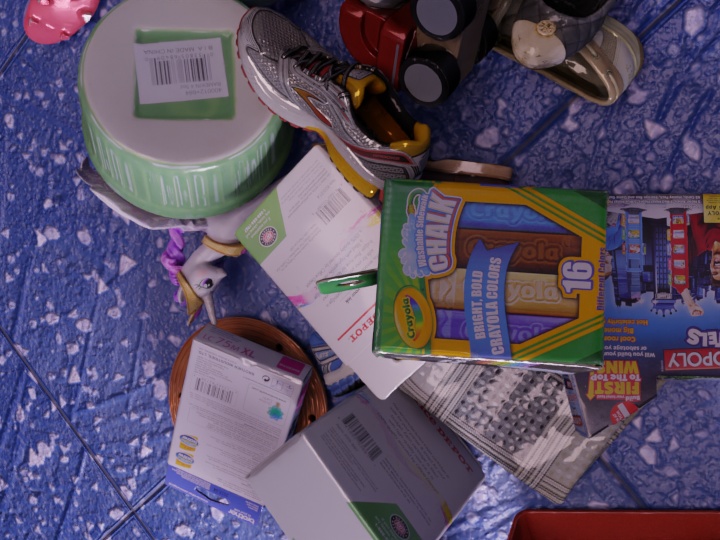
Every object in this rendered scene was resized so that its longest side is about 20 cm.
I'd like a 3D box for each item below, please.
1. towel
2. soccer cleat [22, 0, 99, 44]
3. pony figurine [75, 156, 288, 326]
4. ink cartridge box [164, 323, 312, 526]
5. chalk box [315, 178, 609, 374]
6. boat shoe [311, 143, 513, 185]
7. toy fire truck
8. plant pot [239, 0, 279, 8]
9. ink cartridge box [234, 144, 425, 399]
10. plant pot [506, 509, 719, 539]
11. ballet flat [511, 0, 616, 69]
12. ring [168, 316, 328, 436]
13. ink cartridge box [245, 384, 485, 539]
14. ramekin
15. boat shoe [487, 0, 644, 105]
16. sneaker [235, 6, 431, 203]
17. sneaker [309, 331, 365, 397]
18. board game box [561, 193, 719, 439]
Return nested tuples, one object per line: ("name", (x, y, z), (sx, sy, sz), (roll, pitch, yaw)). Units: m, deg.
("towel", (0.162, 0.087, 0.770), (0.192, 0.035, 0.200), (37, 104, 9))
("soccer cleat", (-0.309, -0.338, 0.923), (0.200, 0.067, 0.077), (-49, 47, 27))
("pony figurine", (-0.164, -0.068, 0.857), (0.193, 0.167, 0.200), (43, 96, 4))
("ink cartridge box", (-0.131, 0.164, 0.877), (0.119, 0.042, 0.200), (21, 116, 7))
("chalk box", (0.069, 0.007, 0.627), (0.199, 0.125, 0.124), (5, 82, 3))
("boat shoe", (0.041, -0.077, 0.795), (0.200, 0.070, 0.071), (12, 98, 21))
("toy fire truck", (0.006, -0.240, 0.668), (0.200, 0.129, 0.176), (29, 144, 16))
("plant pot", (-0.115, -0.323, 0.782), (0.200, 0.200, 0.135), (4, 135, 23))
("ink cartridge box", (0.000, 0.000, 0.747), (0.117, 0.067, 0.200), (-44, 79, 18))
("plant pot", (0.227, 0.336, 0.719), (0.200, 0.200, 0.177), (-6, 106, 24))
("ballet flat", (0.185, -0.241, 0.672), (0.066, 0.057, 0.200), (37, 79, 10))
("ring", (-0.123, 0.148, 0.928), (0.200, 0.019, 0.201), (3, 98, 23))
("ink cartridge box", (0.014, 0.189, 0.774), (0.087, 0.200, 0.145), (-42, 81, 30))
("ramekin", (-0.157, -0.156, 0.764), (0.199, 0.098, 0.201), (2, 75, -7))
("boat shoe", (0.142, -0.209, 0.726), (0.200, 0.063, 0.073), (35, 143, 10))
("sneaker", (-0.017, -0.150, 0.695), (0.200, 0.078, 0.082), (42, 147, 3))
("sneaker", (0.022, 0.039, 0.820), (0.200, 0.077, 0.085), (-41, 77, 22))
("board game box", (0.236, 0.038, 0.706), (0.199, 0.062, 0.200), (1, 85, 5))
